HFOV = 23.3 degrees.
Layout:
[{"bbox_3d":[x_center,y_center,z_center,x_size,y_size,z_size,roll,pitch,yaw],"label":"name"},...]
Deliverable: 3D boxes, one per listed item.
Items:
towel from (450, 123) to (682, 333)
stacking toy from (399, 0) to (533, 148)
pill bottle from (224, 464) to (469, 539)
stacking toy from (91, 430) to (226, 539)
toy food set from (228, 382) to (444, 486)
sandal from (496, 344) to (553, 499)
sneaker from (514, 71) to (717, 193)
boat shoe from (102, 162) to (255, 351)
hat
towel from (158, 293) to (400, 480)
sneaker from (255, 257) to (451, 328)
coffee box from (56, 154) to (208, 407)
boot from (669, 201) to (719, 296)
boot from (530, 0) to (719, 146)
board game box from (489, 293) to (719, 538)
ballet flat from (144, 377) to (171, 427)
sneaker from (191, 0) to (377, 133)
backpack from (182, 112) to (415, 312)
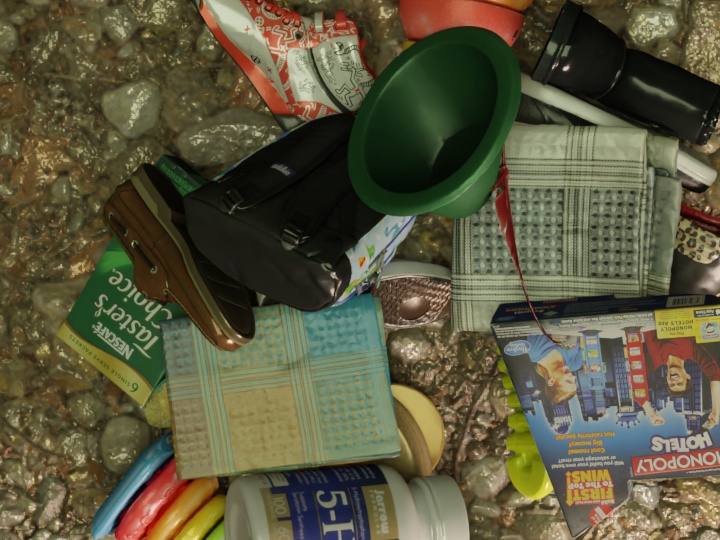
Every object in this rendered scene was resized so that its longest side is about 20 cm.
[{"bbox_3d":[0.178,-0.031,1.523,0.198,0.035,0.195,4,96,11],"label":"towel"},{"bbox_3d":[0.082,-0.197,1.510,0.145,0.146,0.202,12,97,2],"label":"stacking toy"},{"bbox_3d":[-0.012,0.233,1.537,0.198,0.120,0.121,-4,99,-18],"label":"pill bottle"},{"bbox_3d":[-0.137,0.251,1.598,0.200,0.116,0.110,41,101,7],"label":"stacking toy"},{"bbox_3d":[-0.030,0.186,1.631,0.196,0.049,0.202,16,100,1],"label":"toy food set"},{"bbox_3d":[0.178,0.105,1.601,0.086,0.079,0.202,-2,93,-31],"label":"sandal"},{"bbox_3d":[0.210,-0.088,1.567,0.199,0.073,0.113,26,103,8],"label":"sneaker"},{"bbox_3d":[-0.160,0.001,1.527,0.068,0.072,0.201,-41,59,14],"label":"boat shoe"},{"bbox_3d":[0.100,-0.076,1.470,0.176,0.165,0.201,37,72,-44],"label":"hat"},{"bbox_3d":[-0.071,0.103,1.535,0.198,0.022,0.148,-7,87,-4],"label":"towel"},{"bbox_3d":[0.000,0.000,1.592,0.198,0.085,0.073,3,132,-17],"label":"sneaker"},{"bbox_3d":[-0.181,0.012,1.594,0.123,0.044,0.201,37,101,22],"label":"coffee box"},{"bbox_3d":[0.319,0.039,1.564,0.199,0.073,0.151,27,112,6],"label":"boot"},{"bbox_3d":[0.233,-0.162,1.490,0.162,0.198,0.074,28,100,6],"label":"boot"},{"bbox_3d":[0.224,0.124,1.500,0.198,0.062,0.202,-5,105,15],"label":"board game box"},{"bbox_3d":[-0.099,0.096,1.577,0.199,0.071,0.071,-28,97,-18],"label":"ballet flat"},{"bbox_3d":[-0.067,-0.216,1.562,0.108,0.067,0.202,-36,99,7],"label":"sneaker"},{"bbox_3d":[-0.030,-0.054,1.505,0.162,0.154,0.200,25,56,21],"label":"backpack"}]
